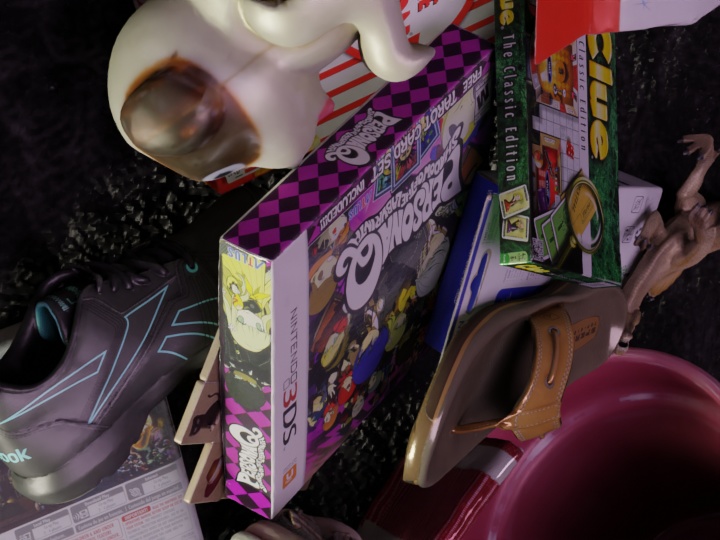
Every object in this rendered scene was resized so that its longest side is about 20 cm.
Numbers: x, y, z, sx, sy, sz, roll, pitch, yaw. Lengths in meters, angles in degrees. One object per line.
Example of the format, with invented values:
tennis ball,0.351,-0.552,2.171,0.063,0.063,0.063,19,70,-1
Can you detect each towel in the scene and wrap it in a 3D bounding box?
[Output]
towel,0.003,0.168,1.232,0.023,0.144,0.200,40,81,-10

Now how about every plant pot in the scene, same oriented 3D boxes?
plant pot,0.169,0.169,1.310,0.200,0.200,0.179,-51,138,-2

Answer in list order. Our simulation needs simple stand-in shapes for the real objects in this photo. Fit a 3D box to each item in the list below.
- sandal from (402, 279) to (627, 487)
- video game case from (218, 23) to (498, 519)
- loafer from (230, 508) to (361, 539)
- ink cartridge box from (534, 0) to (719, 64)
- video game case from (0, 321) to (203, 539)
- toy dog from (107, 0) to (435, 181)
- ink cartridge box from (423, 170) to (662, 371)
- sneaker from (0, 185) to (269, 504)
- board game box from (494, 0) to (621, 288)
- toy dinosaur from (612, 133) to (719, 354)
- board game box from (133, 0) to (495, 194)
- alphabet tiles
sandal,0.091,0.055,1.179,0.200,0.054,0.081,-26,133,-48
video game case,0.000,0.000,1.155,0.200,0.036,0.182,-45,150,-38
loafer,-0.029,0.149,1.197,0.063,0.200,0.072,-42,94,-16
ink cartridge box,0.149,-0.202,1.170,0.200,0.057,0.163,-41,135,-60
video game case,-0.188,0.122,1.194,0.199,0.023,0.183,-21,117,-18
toy dog,-0.049,-0.137,1.048,0.193,0.140,0.201,15,100,-16
ink cartridge box,0.092,-0.004,1.232,0.200,0.039,0.100,-4,114,-58
sneaker,-0.111,0.023,1.133,0.200,0.075,0.079,-50,125,-23
board game box,0.101,-0.096,1.175,0.105,0.023,0.201,13,74,-59
toy dinosaur,0.198,-0.028,1.313,0.200,0.058,0.101,-32,151,-36
board game box,-0.015,-0.151,1.166,0.199,0.046,0.152,-27,119,-16
alphabet tiles,-0.029,0.041,1.189,0.200,0.006,0.167,5,109,-65
